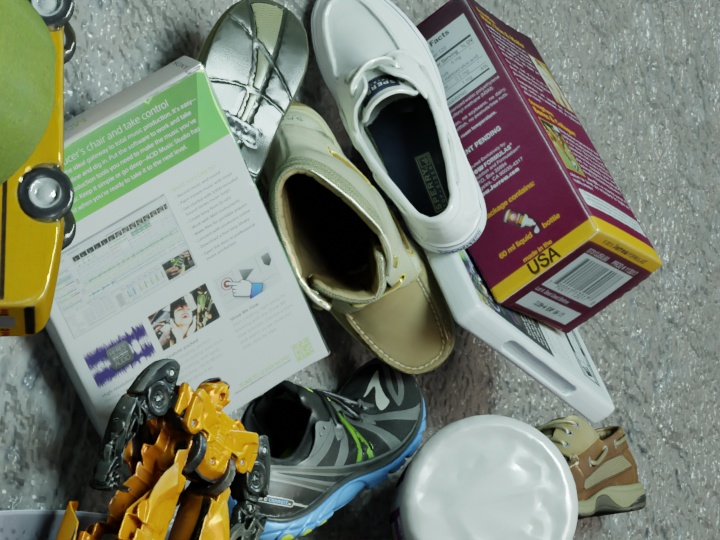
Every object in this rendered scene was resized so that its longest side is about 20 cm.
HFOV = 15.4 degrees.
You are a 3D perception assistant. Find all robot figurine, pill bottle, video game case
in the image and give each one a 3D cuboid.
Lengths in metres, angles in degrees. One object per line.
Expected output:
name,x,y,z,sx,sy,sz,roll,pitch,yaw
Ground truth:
robot figurine,-0.116,0.149,1.475,0.145,0.058,0.201,45,54,-44
pill bottle,0.075,0.156,1.709,0.200,0.112,0.113,104,-12,-82
video game case,0.085,-0.008,1.785,0.182,0.023,0.201,37,24,-47

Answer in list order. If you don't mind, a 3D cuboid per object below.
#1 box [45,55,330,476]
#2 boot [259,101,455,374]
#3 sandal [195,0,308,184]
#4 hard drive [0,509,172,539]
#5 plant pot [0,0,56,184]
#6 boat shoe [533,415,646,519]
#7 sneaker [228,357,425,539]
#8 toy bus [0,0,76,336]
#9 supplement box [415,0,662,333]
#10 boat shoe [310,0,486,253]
box,-0.117,-0.002,1.522,0.144,0.036,0.201,-30,117,-16
boot,0.000,0.000,1.636,0.200,0.072,0.155,57,4,-18
sandal,-0.095,-0.071,1.589,0.080,0.057,0.201,38,67,-14
hard drive,-0.155,0.205,1.503,0.200,0.042,0.136,15,75,-53
plant pot,-0.244,-0.115,1.305,0.190,0.199,0.201,31,62,-62
boat shoe,0.140,0.142,1.907,0.200,0.075,0.074,4,79,-62
sneaker,-0.023,0.100,1.673,0.199,0.070,0.083,-35,116,-50
toy bus,-0.191,-0.069,1.424,0.065,0.078,0.201,107,-18,-73
supplement box,0.101,-0.070,1.761,0.110,0.086,0.201,24,34,-59
boat shoe,0.022,-0.107,1.689,0.201,0.073,0.065,60,4,22
